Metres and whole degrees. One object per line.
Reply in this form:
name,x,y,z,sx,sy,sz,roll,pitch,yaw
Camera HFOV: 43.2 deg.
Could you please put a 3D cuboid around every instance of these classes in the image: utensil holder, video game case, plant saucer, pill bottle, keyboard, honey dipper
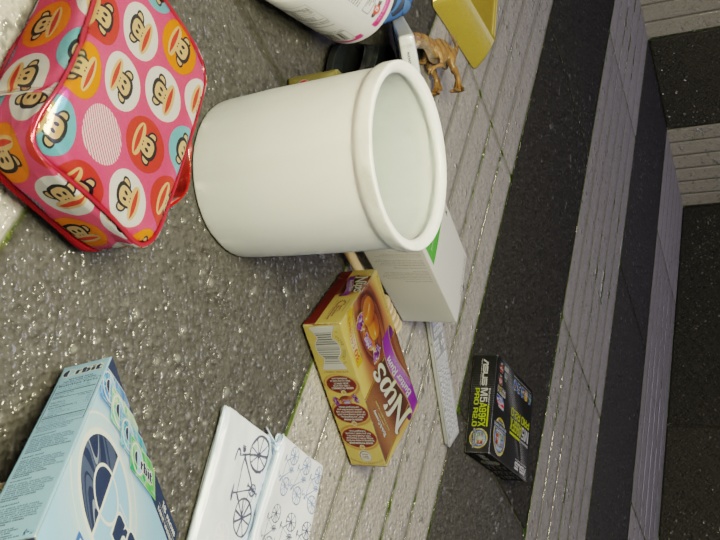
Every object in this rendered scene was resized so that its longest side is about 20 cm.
utensil holder,-0.038,-0.099,0.873,0.169,0.196,0.174,12,76,-62
video game case,0.068,-0.227,1.186,0.201,0.023,0.186,-94,172,-69
plant saucer,0.182,-0.472,1.498,0.200,0.048,0.204,37,55,-55
pill bottle,-0.052,-0.325,0.964,0.199,0.111,0.116,10,78,-62
keyboard,0.124,0.157,1.352,0.056,0.010,0.205,-30,114,-60
honey dipper,0.000,0.000,1.108,0.202,0.037,0.038,64,35,-33

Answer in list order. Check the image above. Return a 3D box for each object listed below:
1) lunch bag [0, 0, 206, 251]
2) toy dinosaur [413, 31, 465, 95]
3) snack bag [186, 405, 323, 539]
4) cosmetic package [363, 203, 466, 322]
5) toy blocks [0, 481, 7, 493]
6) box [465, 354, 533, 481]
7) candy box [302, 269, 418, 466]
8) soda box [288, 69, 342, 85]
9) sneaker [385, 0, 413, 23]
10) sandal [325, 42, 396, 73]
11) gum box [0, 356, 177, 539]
lunch bag,-0.190,-0.122,0.710,0.177,0.080,0.204,51,43,-48
toy dinosaur,0.127,-0.318,1.361,0.199,0.059,0.109,-14,98,-62
snack bag,-0.103,0.250,0.897,0.200,0.021,0.192,50,45,-48
cosmetic package,0.073,-0.024,1.170,0.201,0.083,0.110,56,40,-56
toy blocks,-0.243,0.216,0.576,0.137,0.098,0.205,23,57,-73
box,0.235,0.249,1.518,0.200,0.043,0.164,43,50,-53
candy box,0.004,0.117,1.081,0.117,0.055,0.203,-52,131,-51
soda box,-0.009,-0.165,1.074,0.199,0.066,0.066,22,66,-60
sneaker,0.011,-0.336,1.156,0.080,0.065,0.200,-67,166,16
sandal,0.012,-0.257,1.146,0.200,0.047,0.077,-38,121,-59
gum box,-0.185,0.187,0.632,0.201,0.044,0.173,-93,170,-65
